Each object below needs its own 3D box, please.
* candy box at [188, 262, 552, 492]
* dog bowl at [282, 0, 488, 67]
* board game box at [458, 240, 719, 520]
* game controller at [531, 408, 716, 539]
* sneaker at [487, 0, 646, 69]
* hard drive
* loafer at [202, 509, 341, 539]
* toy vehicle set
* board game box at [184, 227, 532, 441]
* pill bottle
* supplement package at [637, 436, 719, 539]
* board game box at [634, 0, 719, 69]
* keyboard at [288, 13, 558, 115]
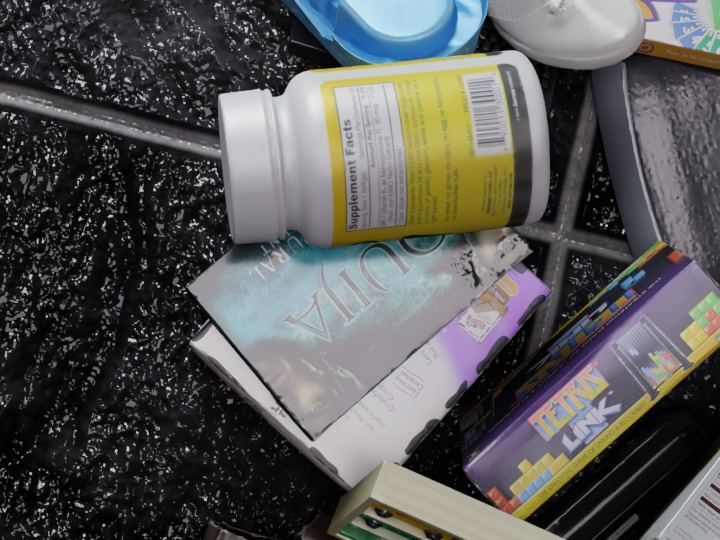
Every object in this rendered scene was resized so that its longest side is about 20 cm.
[{"bbox_3d":[0.004,0.034,1.161,0.168,0.072,0.200,43,82,-3],"label":"candy box"},{"bbox_3d":[0.007,-0.197,1.145,0.111,0.050,0.200,-32,60,-14],"label":"dog bowl"},{"bbox_3d":[0.156,0.070,1.111,0.200,0.165,0.057,-43,91,5],"label":"board game box"},{"bbox_3d":[0.191,0.194,1.197,0.200,0.042,0.105,-40,106,-7],"label":"game controller"},{"bbox_3d":[0.108,-0.212,1.150,0.199,0.089,0.075,31,76,18],"label":"sneaker"},{"bbox_3d":[0.254,-0.074,1.213,0.134,0.042,0.201,-14,88,-8],"label":"hard drive"},{"bbox_3d":[-0.021,0.203,1.146,0.199,0.073,0.072,1,88,-7],"label":"loafer"},{"bbox_3d":[0.085,0.188,1.073,0.199,0.124,0.027,24,67,-4],"label":"toy vehicle set"},{"bbox_3d":[0.000,0.000,1.112,0.200,0.028,0.135,-41,90,-9],"label":"board game box"},{"bbox_3d":[0.012,-0.075,1.049,0.199,0.114,0.115,-6,87,-6],"label":"pill bottle"},{"bbox_3d":[0.288,0.162,1.078,0.147,0.191,0.200,39,73,11],"label":"supplement package"},{"bbox_3d":[0.229,-0.200,1.201,0.199,0.030,0.096,11,68,6],"label":"board game box"},{"bbox_3d":[0.044,-0.147,1.201,0.199,0.021,0.128,14,81,-5],"label":"keyboard"}]
